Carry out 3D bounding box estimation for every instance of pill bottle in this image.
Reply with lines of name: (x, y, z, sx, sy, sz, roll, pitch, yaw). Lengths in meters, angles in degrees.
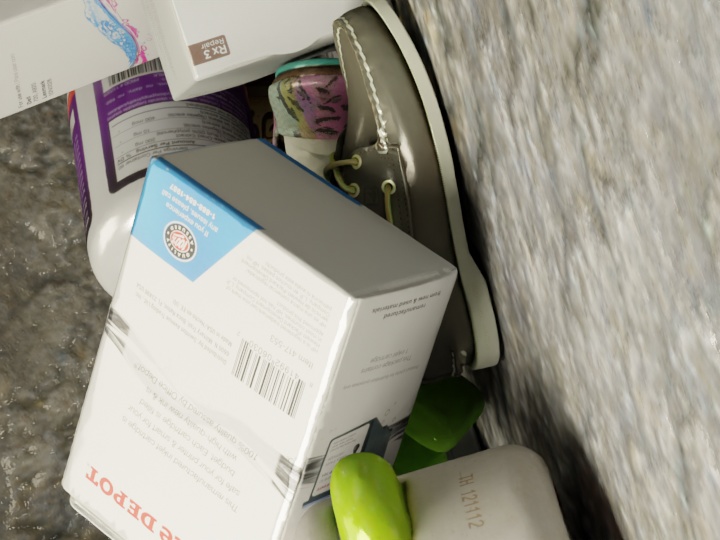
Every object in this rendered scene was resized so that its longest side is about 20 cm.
pill bottle: (-0.111, -0.044, 1.720, 0.112, 0.111, 0.200, 80, 178, -48)

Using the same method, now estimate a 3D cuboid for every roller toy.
roller toy: (0.058, 0.181, 1.370, 0.200, 0.139, 0.183, 65, -172, -68)

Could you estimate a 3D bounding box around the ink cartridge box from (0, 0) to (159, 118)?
ink cartridge box: (-0.166, -0.193, 1.712, 0.145, 0.200, 0.084, 58, 162, 31)

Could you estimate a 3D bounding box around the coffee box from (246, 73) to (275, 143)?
coffee box: (-0.086, -0.110, 1.872, 0.200, 0.113, 0.080, 79, 171, -48)

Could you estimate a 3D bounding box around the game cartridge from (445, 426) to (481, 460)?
game cartridge: (0.063, 0.166, 1.709, 0.133, 0.041, 0.200, -153, 46, -74)

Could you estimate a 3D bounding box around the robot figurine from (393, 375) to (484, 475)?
robot figurine: (-0.034, 0.047, 1.574, 0.200, 0.176, 0.116, 35, -155, 7)

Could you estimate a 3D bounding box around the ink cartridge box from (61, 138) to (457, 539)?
ink cartridge box: (-0.054, 0.057, 1.448, 0.146, 0.086, 0.200, 35, 122, 31)

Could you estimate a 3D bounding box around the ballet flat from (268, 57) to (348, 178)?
ballet flat: (-0.020, -0.077, 1.587, 0.200, 0.069, 0.071, -164, 78, -85)

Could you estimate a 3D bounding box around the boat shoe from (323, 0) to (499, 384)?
boat shoe: (0.017, -0.037, 1.462, 0.072, 0.060, 0.202, -134, 27, -72)

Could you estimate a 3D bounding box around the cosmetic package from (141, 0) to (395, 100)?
cosmetic package: (-0.056, -0.147, 1.557, 0.200, 0.113, 0.081, 171, 81, -81)
